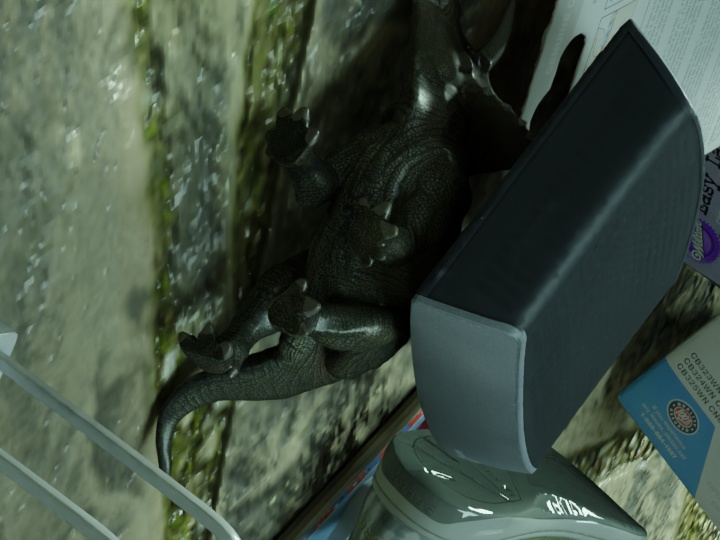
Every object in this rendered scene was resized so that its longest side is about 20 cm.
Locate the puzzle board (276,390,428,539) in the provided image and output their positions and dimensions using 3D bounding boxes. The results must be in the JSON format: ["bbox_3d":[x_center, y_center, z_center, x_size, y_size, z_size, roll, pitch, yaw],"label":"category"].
[{"bbox_3d":[0.035,0.097,1.019,0.200,0.017,0.151,-45,153,-21],"label":"puzzle board"}]

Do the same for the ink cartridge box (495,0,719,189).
[{"bbox_3d":[0.103,-0.096,0.874,0.200,0.050,0.161,-27,143,-43],"label":"ink cartridge box"}]

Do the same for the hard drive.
[{"bbox_3d":[0.074,0.004,0.816,0.135,0.042,0.200,-52,164,-12],"label":"hard drive"}]

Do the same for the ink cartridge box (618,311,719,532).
[{"bbox_3d":[0.256,0.041,1.129,0.125,0.129,0.200,-28,168,-48],"label":"ink cartridge box"}]

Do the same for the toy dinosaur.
[{"bbox_3d":[0.000,0.000,0.767,0.102,0.077,0.200,4,115,-54],"label":"toy dinosaur"}]

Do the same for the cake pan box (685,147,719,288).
[{"bbox_3d":[0.239,-0.108,1.099,0.200,0.052,0.184,-36,151,-37],"label":"cake pan box"}]

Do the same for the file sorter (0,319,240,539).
[{"bbox_3d":[-0.144,0.108,0.581,0.200,0.124,0.139,-7,127,-58],"label":"file sorter"}]

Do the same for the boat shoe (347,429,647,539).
[{"bbox_3d":[0.059,0.113,0.984,0.065,0.074,0.202,-55,153,14],"label":"boat shoe"}]
